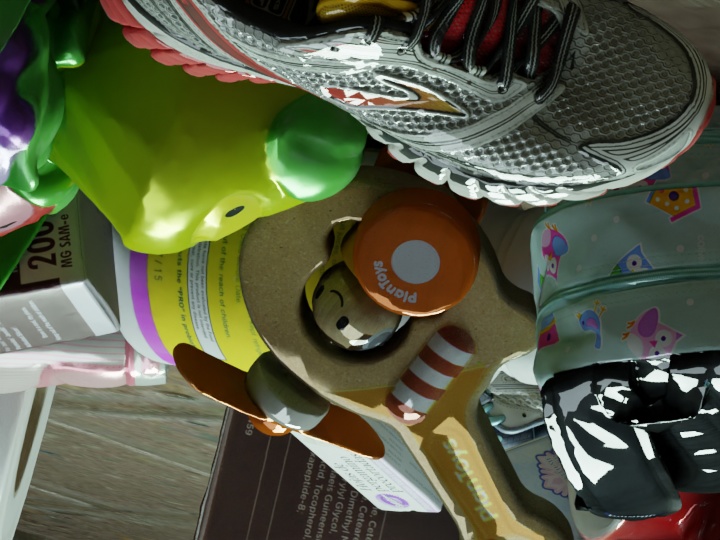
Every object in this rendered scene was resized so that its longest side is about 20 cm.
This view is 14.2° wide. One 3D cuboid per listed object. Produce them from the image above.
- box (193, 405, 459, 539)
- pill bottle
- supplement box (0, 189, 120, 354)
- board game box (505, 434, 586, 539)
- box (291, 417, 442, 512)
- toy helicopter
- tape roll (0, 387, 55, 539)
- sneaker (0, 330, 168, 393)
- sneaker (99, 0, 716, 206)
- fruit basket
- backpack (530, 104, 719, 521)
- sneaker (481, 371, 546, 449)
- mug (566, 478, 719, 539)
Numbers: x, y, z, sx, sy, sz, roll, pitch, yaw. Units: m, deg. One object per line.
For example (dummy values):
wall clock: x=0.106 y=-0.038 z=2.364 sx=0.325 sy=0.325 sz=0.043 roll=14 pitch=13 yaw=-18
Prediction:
box: x=0.028 y=0.108 z=1.548 sx=0.200 sy=0.164 sz=0.166 roll=13 pitch=169 yaw=5
pill bottle: x=0.000 y=0.000 z=1.212 sx=0.200 sy=0.104 sz=0.104 roll=8 pitch=167 yaw=29
supplement box: x=-0.206 y=-0.016 z=1.199 sx=0.200 sy=0.109 sz=0.061 roll=-11 pitch=156 yaw=7
board game box: x=0.180 y=0.136 z=1.313 sx=0.199 sy=0.041 sz=0.200 roll=-16 pitch=-131 yaw=-33
box: x=-0.019 y=0.057 z=1.377 sx=0.039 sy=0.041 sz=0.200 roll=-1 pitch=152 yaw=33
toy helicopter: x=0.017 y=0.052 z=1.120 sx=0.132 sy=0.200 sz=0.079 roll=-24 pitch=-160 yaw=15
tape roll: x=-0.199 y=0.059 z=1.494 sx=0.071 sy=0.203 sz=0.202 roll=14 pitch=169 yaw=-2
sneaker: x=-0.141 y=0.009 z=1.365 sx=0.105 sy=0.075 sz=0.200 roll=-3 pitch=-168 yaw=-3
sneaker: x=0.016 y=-0.075 z=0.898 sx=0.200 sy=0.078 sz=0.082 roll=15 pitch=167 yaw=-8
fruit basket: x=-0.109 y=-0.048 z=1.054 sx=0.215 sy=0.156 sz=0.216 roll=31 pitch=170 yaw=6
backpack: x=0.133 y=0.018 z=1.075 sx=0.167 sy=0.127 sz=0.200 roll=-14 pitch=160 yaw=21
sneaker: x=0.063 y=0.047 z=1.411 sx=0.200 sy=0.086 sz=0.078 roll=13 pitch=169 yaw=5
mug: x=0.202 y=0.092 z=1.264 sx=0.200 sy=0.178 sz=0.133 roll=12 pitch=166 yaw=-13
